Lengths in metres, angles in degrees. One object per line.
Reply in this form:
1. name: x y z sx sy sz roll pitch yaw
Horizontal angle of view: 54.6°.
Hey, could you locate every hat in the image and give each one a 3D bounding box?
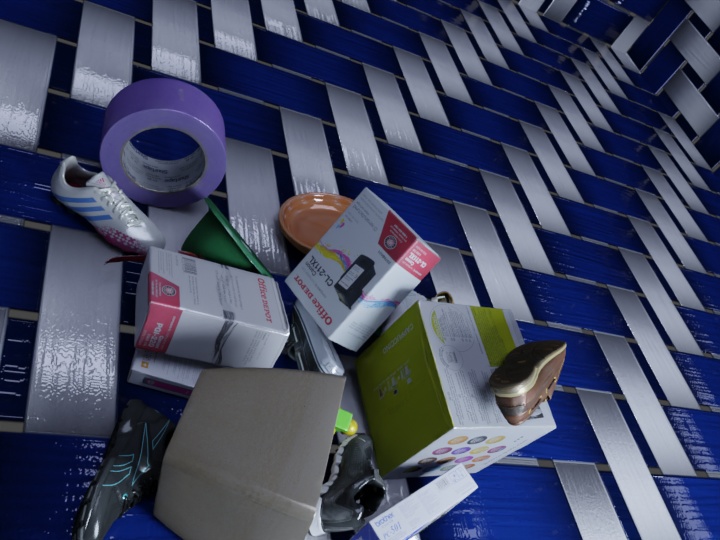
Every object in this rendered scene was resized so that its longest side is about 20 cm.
1. hat: -0.265 -0.004 1.116 0.201 0.176 0.166 52 -5 -17

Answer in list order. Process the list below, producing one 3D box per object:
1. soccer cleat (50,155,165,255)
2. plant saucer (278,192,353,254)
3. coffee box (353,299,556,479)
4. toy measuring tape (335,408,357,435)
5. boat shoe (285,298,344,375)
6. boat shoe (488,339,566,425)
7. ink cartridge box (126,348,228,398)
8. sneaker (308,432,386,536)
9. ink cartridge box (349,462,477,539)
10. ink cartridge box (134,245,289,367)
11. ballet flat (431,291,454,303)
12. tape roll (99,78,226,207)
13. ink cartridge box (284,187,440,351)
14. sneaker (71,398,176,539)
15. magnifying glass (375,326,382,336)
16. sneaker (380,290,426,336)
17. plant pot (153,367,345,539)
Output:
1. soccer cleat: -0.386 -0.099 1.075 0.199 0.087 0.070 32 38 -5
2. plant saucer: -0.057 -0.077 1.305 0.198 0.038 0.201 9 38 -7
3. coffee box: 0.133 0.185 1.066 0.196 0.200 0.202 7 54 -31
4. toy measuring tape: -0.096 0.192 0.993 0.199 0.074 0.074 25 39 -15
5. boat shoe: -0.087 0.111 1.093 0.072 0.071 0.200 54 4 -31
6. boat shoe: 0.240 0.152 0.984 0.200 0.071 0.068 -26 107 -53
7. ink cartridge box: -0.223 0.139 0.996 0.198 0.037 0.095 18 41 -17
8. sneaker: -0.001 0.288 0.944 0.090 0.067 0.200 -4 16 20
9. ink cartridge box: 0.069 0.340 0.961 0.199 0.094 0.044 -14 59 -45
10. ink cartridge box: -0.214 0.057 0.999 0.198 0.085 0.146 14 28 -25
11. ballet flat: 0.132 0.086 1.261 0.200 0.068 0.064 -39 117 -69
12. tape roll: -0.320 -0.205 1.141 0.198 0.201 0.086 12 43 -26
13. ink cartridge box: 0.000 0.000 1.073 0.146 0.200 0.083 48 10 36
14. sneaker: -0.273 0.242 0.823 0.079 0.076 0.201 27 40 -14
15. magnifying glass: 0.054 0.113 1.242 0.079 0.022 0.200 -17 60 -45
16. sneaker: 0.055 0.075 1.204 0.080 0.071 0.200 36 21 2
17. plant pot: -0.141 0.235 0.848 0.175 0.201 0.201 18 40 -4
